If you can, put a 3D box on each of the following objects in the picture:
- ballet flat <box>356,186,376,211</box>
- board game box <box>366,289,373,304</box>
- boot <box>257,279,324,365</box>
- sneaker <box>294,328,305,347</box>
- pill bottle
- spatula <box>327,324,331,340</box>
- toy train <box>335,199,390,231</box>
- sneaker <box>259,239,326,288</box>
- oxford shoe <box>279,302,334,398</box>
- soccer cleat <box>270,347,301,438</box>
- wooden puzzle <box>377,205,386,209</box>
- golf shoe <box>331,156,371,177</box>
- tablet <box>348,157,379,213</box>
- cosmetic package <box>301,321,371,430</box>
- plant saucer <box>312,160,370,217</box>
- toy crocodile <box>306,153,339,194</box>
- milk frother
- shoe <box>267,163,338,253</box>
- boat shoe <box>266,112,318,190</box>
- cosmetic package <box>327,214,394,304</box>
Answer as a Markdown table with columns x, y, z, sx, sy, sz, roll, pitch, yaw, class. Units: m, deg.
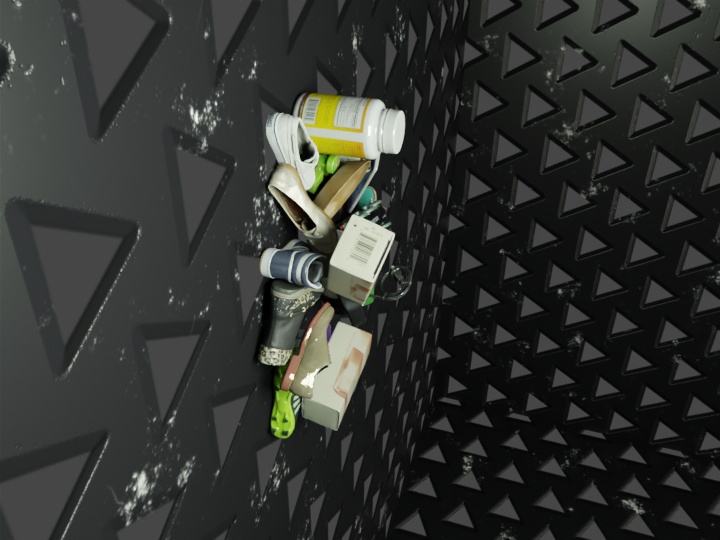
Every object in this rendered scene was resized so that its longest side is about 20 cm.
| x | y | z | sx | sy | sz | roll | pitch | yaw | class |
| --- | --- | --- | --- | --- | --- | --- | --- | --- | --- |
| 0.014 | -0.120 | 1.613 | 0.067 | 0.067 | 0.203 | 9 | 92 | -82 | ballet flat |
| -0.010 | 0.011 | 1.579 | 0.095 | 0.030 | 0.202 | -18 | 124 | -25 | board game box |
| -0.139 | 0.095 | 1.198 | 0.203 | 0.073 | 0.156 | -7 | 111 | -76 | boot |
| -0.117 | 0.191 | 1.312 | 0.201 | 0.072 | 0.072 | 75 | 25 | -57 | sneaker |
| -0.022 | -0.269 | 1.141 | 0.109 | 0.197 | 0.111 | 10 | 90 | -74 | pill bottle |
| -0.097 | 0.224 | 1.498 | 0.056 | 0.020 | 0.203 | -10 | 112 | -61 | spatula |
| -0.003 | -0.105 | 1.471 | 0.086 | 0.113 | 0.200 | 64 | 28 | -12 | toy train |
| -0.104 | -0.013 | 1.168 | 0.200 | 0.107 | 0.071 | -25 | 124 | -71 | sneaker |
| -0.086 | 0.157 | 1.190 | 0.071 | 0.074 | 0.202 | 116 | -1 | -63 | oxford shoe |
| -0.148 | 0.249 | 1.273 | 0.081 | 0.067 | 0.203 | -56 | 159 | -77 | soccer cleat |
| 0.038 | -0.087 | 1.768 | 0.185 | 0.037 | 0.203 | -9 | 108 | -74 | wooden puzzle |
| -0.021 | -0.219 | 1.370 | 0.200 | 0.096 | 0.079 | 50 | 50 | -72 | golf shoe |
| 0.012 | -0.235 | 1.436 | 0.200 | 0.013 | 0.132 | 128 | -27 | -59 | tablet |
| -0.050 | 0.228 | 1.331 | 0.104 | 0.086 | 0.201 | 99 | 14 | -54 | cosmetic package |
| -0.054 | -0.158 | 1.265 | 0.201 | 0.035 | 0.200 | -50 | 179 | -1 | plant saucer |
| -0.065 | -0.246 | 1.249 | 0.062 | 0.067 | 0.202 | 79 | 27 | -60 | toy crocodile |
| 0.000 | 0.000 | 1.354 | 0.200 | 0.180 | 0.189 | -40 | 153 | -12 | milk frother |
| -0.107 | -0.101 | 1.123 | 0.201 | 0.069 | 0.054 | 57 | 40 | -32 | shoe |
| -0.109 | -0.206 | 1.105 | 0.200 | 0.065 | 0.074 | 58 | 43 | -64 | boat shoe |
| -0.004 | -0.014 | 1.147 | 0.200 | 0.086 | 0.104 | 109 | 5 | -77 | cosmetic package |
